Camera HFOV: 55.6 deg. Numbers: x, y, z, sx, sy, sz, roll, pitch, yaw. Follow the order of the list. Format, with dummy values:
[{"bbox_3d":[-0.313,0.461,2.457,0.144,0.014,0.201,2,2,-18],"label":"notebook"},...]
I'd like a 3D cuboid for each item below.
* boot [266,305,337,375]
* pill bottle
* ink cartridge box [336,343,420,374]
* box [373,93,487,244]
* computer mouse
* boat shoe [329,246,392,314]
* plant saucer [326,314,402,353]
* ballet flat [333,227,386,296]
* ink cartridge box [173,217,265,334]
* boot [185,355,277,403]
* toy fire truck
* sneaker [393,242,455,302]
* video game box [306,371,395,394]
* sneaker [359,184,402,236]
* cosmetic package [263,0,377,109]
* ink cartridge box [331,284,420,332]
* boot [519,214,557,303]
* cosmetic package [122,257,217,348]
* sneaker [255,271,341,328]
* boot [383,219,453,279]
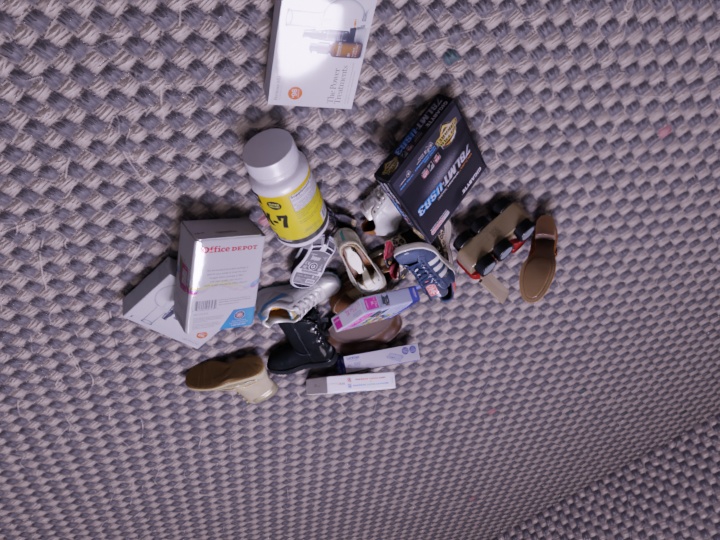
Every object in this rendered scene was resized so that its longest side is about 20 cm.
[{"bbox_3d":[-0.156,0.159,1.591,0.194,0.074,0.164,-9,129,20],"label":"boot"},{"bbox_3d":[-0.134,-0.147,1.231,0.112,0.116,0.202,-20,139,1],"label":"pill bottle"},{"bbox_3d":[0.043,0.224,1.729,0.195,0.045,0.094,-8,172,-17],"label":"ink cartridge box"},{"bbox_3d":[0.138,-0.186,1.281,0.201,0.049,0.199,-51,137,-9],"label":"box"},{"bbox_3d":[-0.091,-0.048,1.416,0.108,0.044,0.201,12,125,-38],"label":"computer mouse"},{"bbox_3d":[0.005,0.035,1.518,0.075,0.075,0.200,20,126,-37],"label":"boat shoe"},{"bbox_3d":[0.005,0.137,1.649,0.195,0.033,0.202,-12,147,-7],"label":"plant saucer"},{"bbox_3d":[0.000,0.000,1.405,0.067,0.063,0.201,-29,127,8],"label":"ballet flat"},{"bbox_3d":[-0.273,0.007,1.312,0.142,0.085,0.204,-6,123,-34],"label":"ink cartridge box"},{"bbox_3d":[-0.310,0.275,1.661,0.195,0.074,0.156,-13,148,4],"label":"boot"},{"bbox_3d":[0.305,-0.032,1.514,0.175,0.129,0.201,-40,157,-7],"label":"toy fire truck"},{"bbox_3d":[0.136,0.010,1.372,0.074,0.087,0.198,-20,151,33],"label":"sneaker"},{"bbox_3d":[-0.029,0.287,1.732,0.178,0.048,0.200,-3,171,-21],"label":"video game box"},{"bbox_3d":[0.047,-0.140,1.342,0.083,0.074,0.202,-5,139,-19],"label":"sneaker"},{"bbox_3d":[-0.067,-0.357,1.078,0.147,0.052,0.202,0,136,-17],"label":"cosmetic package"},{"bbox_3d":[0.046,0.081,1.493,0.197,0.043,0.119,-14,165,-40],"label":"ink cartridge box"},{"bbox_3d":[0.409,-0.010,1.538,0.072,0.204,0.155,14,169,19],"label":"boot"},{"bbox_3d":[-0.367,0.073,1.420,0.150,0.052,0.199,-36,137,21],"label":"cosmetic package"},{"bbox_3d":[-0.131,0.066,1.494,0.196,0.082,0.077,-19,139,-2],"label":"sneaker"},{"bbox_3d":[0.125,-0.025,1.467,0.149,0.073,0.203,-28,140,-23],"label":"boot"}]
